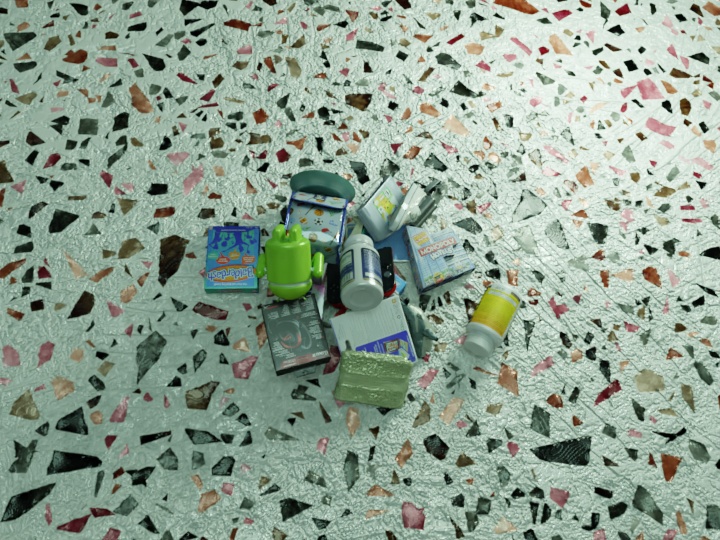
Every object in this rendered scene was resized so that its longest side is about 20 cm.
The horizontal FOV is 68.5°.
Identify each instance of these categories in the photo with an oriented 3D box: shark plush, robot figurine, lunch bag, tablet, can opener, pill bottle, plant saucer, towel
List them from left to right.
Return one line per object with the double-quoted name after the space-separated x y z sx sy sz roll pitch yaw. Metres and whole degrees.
-0.184 -0.016 1.354 0.175 0.116 0.201 -2 105 2 "robot figurine"
-0.125 -0.136 1.484 0.169 0.124 0.201 10 56 -2 "lunch bag"
-0.115 -0.227 1.567 0.199 0.200 0.036 8 67 -1 "plant saucer"
0.000 0.000 1.414 0.111 0.111 0.200 1 47 -5 "pill bottle"
0.035 0.291 1.415 0.199 0.036 0.149 10 93 -9 "towel"
0.054 -0.085 1.624 0.199 0.014 0.131 0 67 -6 "tablet"
0.144 0.147 1.477 0.083 0.091 0.200 -33 106 9 "shark plush"
0.208 -0.212 1.679 0.067 0.053 0.200 24 64 41 "can opener"
0.373 0.142 1.505 0.109 0.109 0.200 30 68 8 "pill bottle"

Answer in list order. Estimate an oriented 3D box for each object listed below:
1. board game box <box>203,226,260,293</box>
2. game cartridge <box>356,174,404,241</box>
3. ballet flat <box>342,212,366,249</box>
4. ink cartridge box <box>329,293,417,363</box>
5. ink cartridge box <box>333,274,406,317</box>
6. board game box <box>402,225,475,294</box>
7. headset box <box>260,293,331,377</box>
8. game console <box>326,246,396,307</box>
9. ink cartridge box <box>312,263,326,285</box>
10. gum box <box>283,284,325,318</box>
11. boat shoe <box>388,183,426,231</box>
-0.372 -0.033 1.548 0.152 0.045 0.201 -1 68 -5 "board game box"
0.076 -0.185 1.605 0.133 0.040 0.200 55 49 -23 "game cartridge"
-0.003 -0.137 1.601 0.069 0.070 0.200 21 63 4 "ballet flat"
0.035 0.187 1.444 0.199 0.043 0.199 -18 98 -7 "ink cartridge box"
0.027 0.085 1.521 0.116 0.067 0.200 37 70 11 "ink cartridge box"
0.220 -0.057 1.592 0.199 0.062 0.200 -22 73 -17 "board game box"
-0.168 0.178 1.388 0.148 0.075 0.201 -14 70 -11 "headset box"
0.000 0.016 1.495 0.199 0.031 0.177 -13 49 11 "game console"
-0.159 -0.075 1.564 0.145 0.083 0.201 14 67 1 "ink cartridge box"
-0.163 0.130 1.485 0.113 0.066 0.201 6 67 -3 "gum box"
0.148 -0.181 1.591 0.070 0.071 0.200 34 49 -5 "boat shoe"
